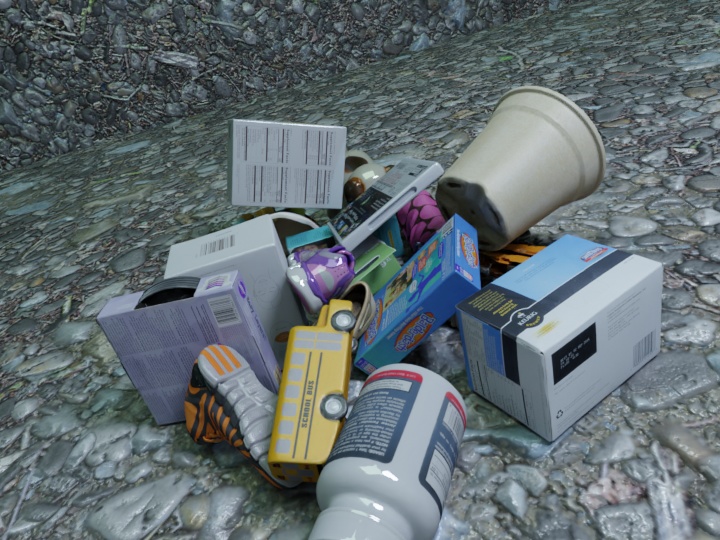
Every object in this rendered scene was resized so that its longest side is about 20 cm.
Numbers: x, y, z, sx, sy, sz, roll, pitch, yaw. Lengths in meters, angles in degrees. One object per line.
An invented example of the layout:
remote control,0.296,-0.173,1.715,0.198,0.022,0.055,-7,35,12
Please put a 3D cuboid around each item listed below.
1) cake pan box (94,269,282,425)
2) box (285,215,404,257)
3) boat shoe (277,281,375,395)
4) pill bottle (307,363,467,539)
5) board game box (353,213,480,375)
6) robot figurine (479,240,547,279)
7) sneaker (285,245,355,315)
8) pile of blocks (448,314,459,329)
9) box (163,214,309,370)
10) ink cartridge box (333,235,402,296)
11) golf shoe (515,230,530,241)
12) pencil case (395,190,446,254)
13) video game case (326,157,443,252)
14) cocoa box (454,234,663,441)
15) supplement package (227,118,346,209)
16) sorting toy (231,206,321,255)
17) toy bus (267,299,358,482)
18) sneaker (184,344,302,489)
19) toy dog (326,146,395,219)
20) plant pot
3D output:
cake pan box,-0.216,0.104,0.743,0.184,0.200,0.052,-14,29,7
box,-0.027,-0.044,1.028,0.200,0.082,0.049,-18,30,-3
boat shoe,-0.048,0.100,0.750,0.071,0.065,0.200,26,68,15
pill bottle,0.026,0.198,0.551,0.119,0.120,0.200,0,32,25
board game box,0.076,0.035,0.769,0.200,0.045,0.152,-46,16,30
robot figurine,0.224,-0.005,0.851,0.200,0.058,0.145,13,23,40
sneaker,-0.049,0.001,0.794,0.088,0.081,0.200,-32,11,-1
pile of blocks,0.143,0.038,0.830,0.082,0.062,0.200,-29,33,-23
box,-0.166,0.047,0.816,0.152,0.200,0.106,-18,30,-4
ink cartridge box,0.000,0.000,0.903,0.104,0.059,0.200,-38,20,-5
golf shoe,0.217,-0.106,1.019,0.077,0.088,0.200,-32,32,-25
pencil case,0.117,-0.071,1.014,0.091,0.094,0.200,21,22,-17
video game case,0.030,-0.110,0.900,0.182,0.023,0.200,-40,16,2
cocoa box,0.231,0.068,0.663,0.200,0.133,0.131,-29,32,-23
supplement package,-0.144,-0.201,1.067,0.200,0.151,0.152,0,14,-17
sorting toy,-0.167,-0.076,1.059,0.200,0.107,0.180,-16,0,-1
toy bus,-0.048,0.130,0.645,0.078,0.065,0.200,2,53,4
sneaker,-0.142,0.193,0.691,0.078,0.112,0.200,-12,53,-47
toy dog,0.014,-0.166,1.117,0.139,0.194,0.200,-12,19,-13
plant pot,0.217,-0.133,0.835,0.183,0.201,0.200,-41,37,-19
